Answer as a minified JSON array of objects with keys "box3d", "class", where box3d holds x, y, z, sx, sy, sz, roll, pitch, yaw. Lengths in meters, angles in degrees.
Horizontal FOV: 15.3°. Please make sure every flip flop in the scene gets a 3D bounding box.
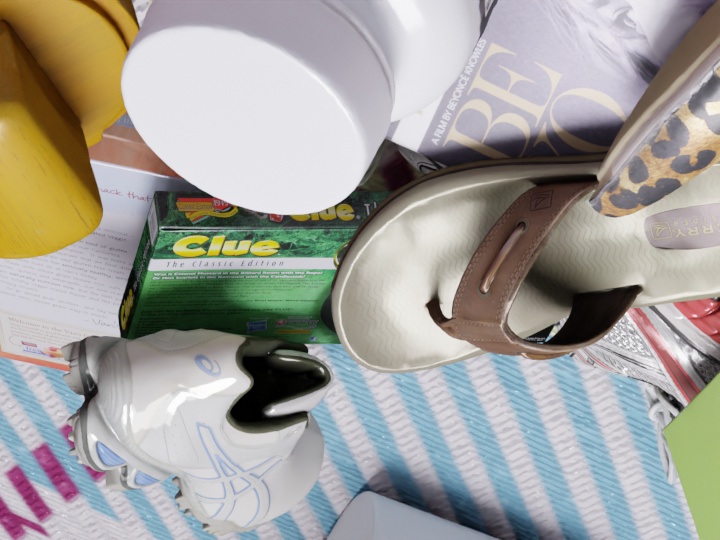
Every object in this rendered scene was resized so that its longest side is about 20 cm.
[{"box3d":[0.077,0.001,1.011,0.199,0.058,0.081,-10,121,23],"class":"flip flop"}]

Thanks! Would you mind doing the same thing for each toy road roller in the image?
[{"box3d":[-0.181,-0.065,1.062,0.200,0.146,0.123,-25,138,7],"class":"toy road roller"}]

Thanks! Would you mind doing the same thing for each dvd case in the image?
[{"box3d":[0.121,-0.070,0.999,0.200,0.016,0.149,25,123,0],"class":"dvd case"}]

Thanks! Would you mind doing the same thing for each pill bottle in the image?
[{"box3d":[-0.002,-0.118,0.870,0.110,0.200,0.111,17,143,13],"class":"pill bottle"}]

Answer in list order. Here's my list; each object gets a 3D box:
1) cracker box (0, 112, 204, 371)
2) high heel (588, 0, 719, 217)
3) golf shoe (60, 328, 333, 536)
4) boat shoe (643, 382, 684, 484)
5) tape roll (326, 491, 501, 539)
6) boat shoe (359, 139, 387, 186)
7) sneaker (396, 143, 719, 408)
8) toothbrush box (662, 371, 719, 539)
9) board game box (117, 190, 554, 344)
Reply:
[{"box3d":[-0.105,-0.017,1.234,0.134,0.058,0.200,13,150,2],"class":"cracker box"},{"box3d":[0.188,-0.053,0.941,0.142,0.071,0.200,41,113,-9],"class":"high heel"},{"box3d":[-0.047,0.069,1.196,0.097,0.079,0.200,-15,165,21],"class":"golf shoe"},{"box3d":[0.165,0.060,1.216,0.068,0.074,0.199,-19,145,25],"class":"boat shoe"},{"box3d":[0.033,0.235,1.438,0.139,0.203,0.203,20,149,-8],"class":"tape roll"},{"box3d":[-0.028,-0.113,1.035,0.060,0.072,0.201,10,142,19],"class":"boat shoe"},{"box3d":[0.093,-0.002,1.091,0.200,0.078,0.082,38,129,9],"class":"sneaker"},{"box3d":[0.230,0.046,0.999,0.145,0.086,0.200,3,146,-28],"class":"toothbrush box"},{"box3d":[0.000,0.000,1.173,0.199,0.024,0.105,0,152,-16],"class":"board game box"}]
